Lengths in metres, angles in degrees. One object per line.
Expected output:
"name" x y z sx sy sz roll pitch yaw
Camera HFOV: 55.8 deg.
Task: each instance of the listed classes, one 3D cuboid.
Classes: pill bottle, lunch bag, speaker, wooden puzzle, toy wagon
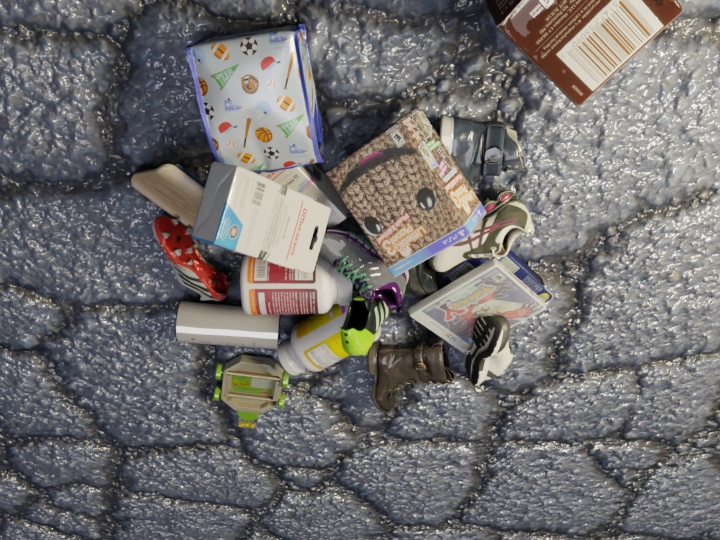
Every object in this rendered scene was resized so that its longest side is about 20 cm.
"pill bottle" -0.112 0.023 1.233 0.196 0.114 0.114 0 129 -1
"lunch bag" -0.147 -0.246 1.005 0.167 0.124 0.203 -7 113 6
"speaker" -0.252 0.107 1.319 0.197 0.082 0.082 5 129 -4
"wooden puzzle" -0.271 -0.114 1.117 0.185 0.047 0.199 38 161 -27
"toy wagon" -0.239 0.263 1.471 0.153 0.040 0.202 8 129 -7
"pill bottle" -0.065 0.129 1.325 0.198 0.105 0.104 -30 124 22

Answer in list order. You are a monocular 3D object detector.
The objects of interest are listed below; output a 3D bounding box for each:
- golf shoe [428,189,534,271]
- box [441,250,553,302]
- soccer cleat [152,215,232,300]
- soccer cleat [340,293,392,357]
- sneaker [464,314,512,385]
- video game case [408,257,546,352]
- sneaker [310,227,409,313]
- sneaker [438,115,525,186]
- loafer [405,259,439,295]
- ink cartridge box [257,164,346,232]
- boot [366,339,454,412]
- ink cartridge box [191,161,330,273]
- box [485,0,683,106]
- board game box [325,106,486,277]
"golf shoe" 0.205 -0.050 1.176 0.199 0.089 0.077 -40 153 22
"box" 0.262 0.023 1.292 0.121 0.033 0.199 -38 121 26
"soccer cleat" -0.316 -0.015 1.229 0.084 0.069 0.201 -13 132 33
"soccer cleat" 0.016 0.063 1.216 0.067 0.201 0.082 4 132 22
"sneaker" 0.259 0.146 1.313 0.079 0.074 0.201 -12 146 -14
"video game case" 0.221 0.073 1.282 0.199 0.023 0.181 -33 132 28
"sneaker" 0.000 0.000 1.154 0.198 0.088 0.074 25 138 -22
"sneaker" 0.194 -0.152 1.122 0.144 0.077 0.205 2 128 0
"loafer" 0.082 -0.024 1.228 0.071 0.073 0.201 -16 127 16
"ink cartridge box" -0.127 -0.139 1.132 0.116 0.068 0.200 -33 122 22
"boot" 0.108 0.223 1.403 0.171 0.070 0.202 0 128 17
"ink cartridge box" -0.146 -0.075 1.036 0.199 0.067 0.118 20 86 -47
"box" 0.271 -0.359 0.879 0.163 0.201 0.166 32 121 -24
"board game box" 0.072 -0.121 1.069 0.158 0.097 0.201 -30 99 34
